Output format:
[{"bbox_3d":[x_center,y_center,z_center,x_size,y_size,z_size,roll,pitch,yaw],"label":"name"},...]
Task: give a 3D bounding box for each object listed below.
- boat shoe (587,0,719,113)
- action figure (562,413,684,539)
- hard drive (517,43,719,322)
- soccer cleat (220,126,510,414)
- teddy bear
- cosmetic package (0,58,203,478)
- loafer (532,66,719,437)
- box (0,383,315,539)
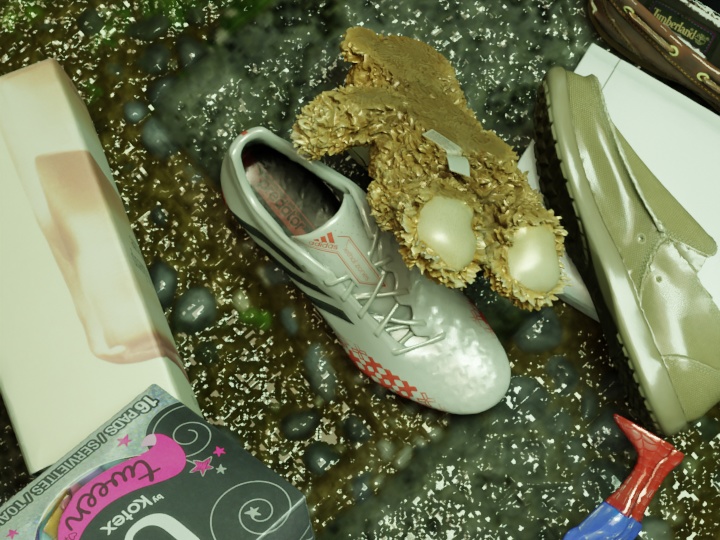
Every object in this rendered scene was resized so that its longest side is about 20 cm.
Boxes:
[{"bbox_3d":[0.217,-0.118,0.961,0.199,0.070,0.071,25,78,4],"label":"boat shoe"},{"bbox_3d":[0.095,0.168,0.899,0.052,0.065,0.200,29,88,17],"label":"action figure"},{"bbox_3d":[0.179,-0.019,0.961,0.200,0.027,0.132,31,80,6],"label":"hard drive"},{"bbox_3d":[0.000,0.000,0.927,0.069,0.085,0.200,-43,81,-8],"label":"soccer cleat"},{"bbox_3d":[0.035,-0.046,0.901,0.145,0.067,0.200,-2,40,-40],"label":"teddy bear"},{"bbox_3d":[-0.158,0.004,0.919,0.087,0.103,0.201,-21,80,-3],"label":"cosmetic package"},{"bbox_3d":[0.146,-0.015,0.914,0.067,0.076,0.201,-19,88,-5],"label":"loafer"},{"bbox_3d":[-0.120,0.175,0.802,0.115,0.132,0.200,31,58,33],"label":"box"}]
